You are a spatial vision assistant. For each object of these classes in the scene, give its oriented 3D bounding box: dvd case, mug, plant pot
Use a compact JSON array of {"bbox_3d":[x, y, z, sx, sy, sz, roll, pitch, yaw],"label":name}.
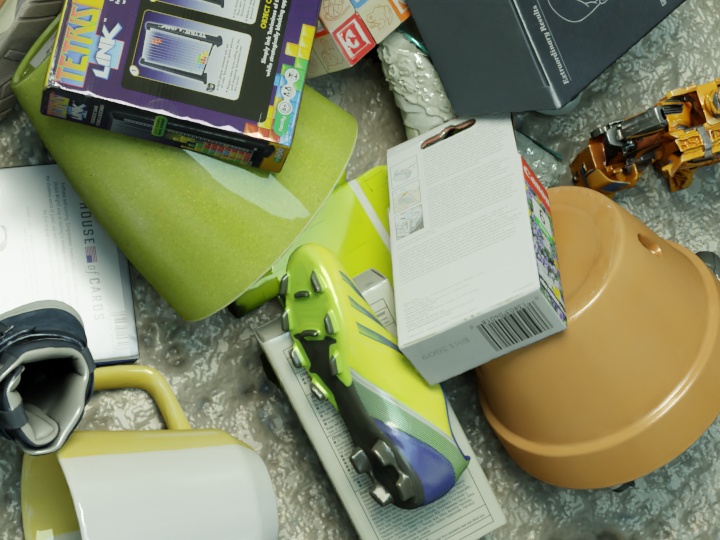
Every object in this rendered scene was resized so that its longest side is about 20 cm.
[{"bbox_3d":[-0.266,0.002,1.682,0.199,0.025,0.151,-5,82,-15],"label":"dvd case"},{"bbox_3d":[-0.145,0.157,1.629,0.153,0.149,0.187,-9,89,-23],"label":"mug"},{"bbox_3d":[0.155,0.036,1.668,0.200,0.200,0.140,-54,132,-16],"label":"plant pot"},{"bbox_3d":[-0.137,-0.100,1.626,0.200,0.187,0.187,41,73,-18],"label":"plant pot"}]

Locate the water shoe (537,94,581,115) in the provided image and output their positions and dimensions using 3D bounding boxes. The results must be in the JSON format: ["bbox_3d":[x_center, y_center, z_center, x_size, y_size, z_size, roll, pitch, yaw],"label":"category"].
[{"bbox_3d":[0.136,-0.220,1.792,0.071,0.079,0.201,-7,82,-15],"label":"water shoe"}]

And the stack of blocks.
[{"bbox_3d":[0.010,-0.242,1.678,0.200,0.059,0.115,-44,110,-31],"label":"stack of blocks"}]

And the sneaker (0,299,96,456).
[{"bbox_3d":[-0.272,0.094,1.586,0.202,0.146,0.077,-29,111,-6],"label":"sneaker"}]

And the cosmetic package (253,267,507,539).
[{"bbox_3d":[0.014,0.111,1.679,0.103,0.073,0.200,-26,99,-4],"label":"cosmetic package"}]

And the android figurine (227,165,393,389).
[{"bbox_3d":[0.000,0.000,1.742,0.200,0.041,0.182,-29,88,-15],"label":"android figurine"}]

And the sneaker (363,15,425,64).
[{"bbox_3d":[-0.001,-0.225,1.747,0.199,0.070,0.094,28,72,-24],"label":"sneaker"}]

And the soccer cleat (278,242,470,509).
[{"bbox_3d":[0.010,0.068,1.616,0.084,0.065,0.201,-30,97,-34],"label":"soccer cleat"}]

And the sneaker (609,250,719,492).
[{"bbox_3d":[0.208,0.061,1.768,0.090,0.066,0.200,31,77,-9],"label":"sneaker"}]

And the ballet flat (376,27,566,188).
[{"bbox_3d":[0.075,-0.103,1.734,0.200,0.072,0.072,36,72,-34],"label":"ballet flat"}]

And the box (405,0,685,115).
[{"bbox_3d":[0.134,-0.223,1.665,0.200,0.107,0.149,-40,116,-35],"label":"box"}]

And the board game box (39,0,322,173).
[{"bbox_3d":[-0.109,-0.181,1.547,0.165,0.057,0.201,14,71,-6],"label":"board game box"}]

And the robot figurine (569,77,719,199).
[{"bbox_3d":[0.235,-0.095,1.733,0.145,0.200,0.058,-17,85,-15],"label":"robot figurine"}]

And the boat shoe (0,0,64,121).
[{"bbox_3d":[-0.277,-0.155,1.664,0.200,0.076,0.072,-48,68,10],"label":"boat shoe"}]

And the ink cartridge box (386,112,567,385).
[{"bbox_3d":[0.078,-0.024,1.636,0.050,0.109,0.200,51,24,-38],"label":"ink cartridge box"}]
